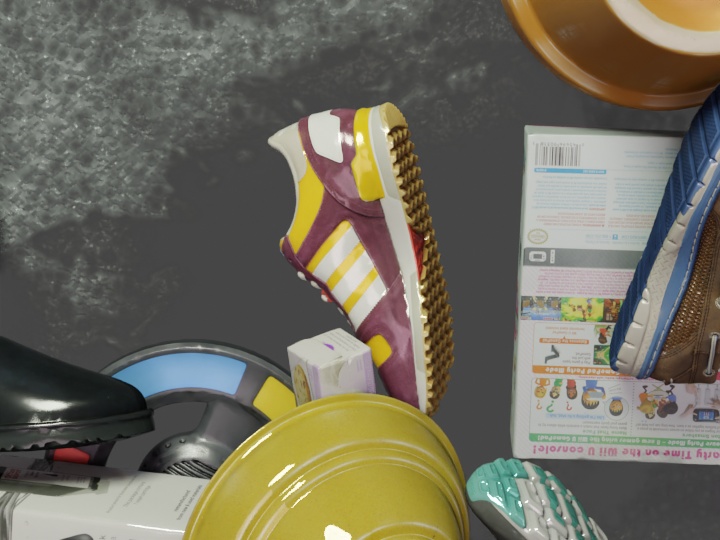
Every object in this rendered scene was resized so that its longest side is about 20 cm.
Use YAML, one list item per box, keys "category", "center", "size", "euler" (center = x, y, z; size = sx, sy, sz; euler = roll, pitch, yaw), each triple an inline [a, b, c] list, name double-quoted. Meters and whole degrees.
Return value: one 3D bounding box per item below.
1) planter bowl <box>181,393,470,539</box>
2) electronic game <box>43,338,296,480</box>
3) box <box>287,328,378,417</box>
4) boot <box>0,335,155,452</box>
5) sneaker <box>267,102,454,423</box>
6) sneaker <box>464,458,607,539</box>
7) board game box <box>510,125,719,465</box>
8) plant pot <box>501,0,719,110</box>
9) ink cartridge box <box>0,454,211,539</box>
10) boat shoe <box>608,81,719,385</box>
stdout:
- category: "planter bowl"
  center: [-0.001, 0.180, 0.911]
  size: [0.199, 0.083, 0.202]
  euler: [-10, 113, -26]
- category: "electronic game"
  center: [-0.106, 0.143, 1.004]
  size: [0.199, 0.042, 0.201]
  euler: [0, 101, 1]
- category: "box"
  center: [-0.007, 0.135, 0.965]
  size: [0.039, 0.041, 0.201]
  euler: [-19, 117, -25]
- category: "boot"
  center: [-0.227, 0.027, 0.952]
  size: [0.199, 0.076, 0.169]
  euler: [-2, 85, 0]
- category: "sneaker"
  center: [0.000, 0.000, 0.968]
  size: [0.090, 0.075, 0.201]
  euler: [-8, 98, 17]
- category: "sneaker"
  center: [0.119, 0.197, 0.974]
  size: [0.091, 0.078, 0.200]
  euler: [-36, 119, 18]
- category: "board game box"
  center: [0.169, 0.015, 0.965]
  size: [0.147, 0.064, 0.201]
  euler: [3, 99, 2]
- category: "plant pot"
  center: [0.177, -0.184, 0.867]
  size: [0.199, 0.183, 0.202]
  euler: [0, 100, 1]
- category: "ink cartridge box"
  center: [-0.192, 0.199, 0.965]
  size: [0.199, 0.083, 0.148]
  euler: [5, 105, 8]
- category: "boat shoe"
  center: [0.202, -0.020, 0.872]
  size: [0.072, 0.072, 0.201]
  euler: [16, 128, -1]
